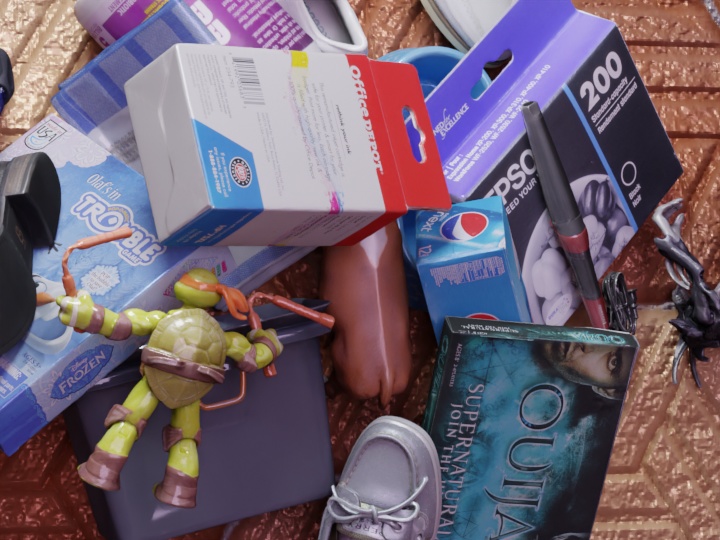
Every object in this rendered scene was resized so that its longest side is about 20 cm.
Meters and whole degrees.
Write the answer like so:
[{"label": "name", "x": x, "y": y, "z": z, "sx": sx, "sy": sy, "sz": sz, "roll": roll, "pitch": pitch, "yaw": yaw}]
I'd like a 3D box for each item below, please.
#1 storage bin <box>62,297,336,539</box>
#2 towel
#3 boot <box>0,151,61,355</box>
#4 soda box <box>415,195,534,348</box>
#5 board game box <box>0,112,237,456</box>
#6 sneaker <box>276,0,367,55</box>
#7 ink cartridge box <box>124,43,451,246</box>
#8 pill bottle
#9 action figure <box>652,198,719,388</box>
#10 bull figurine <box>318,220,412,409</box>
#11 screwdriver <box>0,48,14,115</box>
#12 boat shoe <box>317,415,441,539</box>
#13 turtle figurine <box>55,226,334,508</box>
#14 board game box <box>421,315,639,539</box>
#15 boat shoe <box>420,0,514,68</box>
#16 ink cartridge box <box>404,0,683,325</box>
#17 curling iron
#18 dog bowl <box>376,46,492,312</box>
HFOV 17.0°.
[{"label": "storage bin", "x": -0.107, "y": 0.105, "z": 1.649, "sx": 0.200, "sy": 0.146, "sz": 0.135, "roll": -14, "pitch": 95, "yaw": -18}, {"label": "towel", "x": -0.111, "y": -0.077, "z": 1.666, "sx": 0.200, "sy": 0.147, "sz": 0.024, "roll": 52, "pitch": 38, "yaw": -9}, {"label": "boot", "x": -0.296, "y": -0.005, "z": 1.574, "sx": 0.174, "sy": 0.069, "sz": 0.200, "roll": -6, "pitch": 37, "yaw": 17}, {"label": "soda box", "x": 0.090, "y": 0.050, "z": 1.681, "sx": 0.064, "sy": 0.068, "sz": 0.200, "roll": -10, "pitch": 124, "yaw": 8}, {"label": "board game box", "x": -0.219, "y": 0.004, "z": 1.609, "sx": 0.199, "sy": 0.200, "sz": 0.043, "roll": -40, "pitch": 138, "yaw": -19}, {"label": "sneaker", "x": -0.061, "y": -0.225, "z": 1.736, "sx": 0.075, "sy": 0.088, "sz": 0.200, "roll": -44, "pitch": 94, "yaw": -17}, {"label": "ink cartridge box", "x": -0.045, "y": -0.079, "z": 1.575, "sx": 0.200, "sy": 0.067, "sz": 0.116, "roll": 0, "pitch": 68, "yaw": -39}, {"label": "pill bottle", "x": -0.097, "y": -0.149, "z": 1.700, "sx": 0.200, "sy": 0.112, "sz": 0.112, "roll": 45, "pitch": 72, "yaw": -4}, {"label": "action figure", "x": 0.282, "y": -0.012, "z": 1.792, "sx": 0.119, "sy": 0.102, "sz": 0.200, "roll": 16, "pitch": 118, "yaw": -43}, {"label": "bull figurine", "x": 0.000, "y": 0.000, "z": 1.698, "sx": 0.065, "sy": 0.121, "sz": 0.200, "roll": 3, "pitch": 80, "yaw": -16}, {"label": "screwdriver", "x": -0.250, "y": -0.099, "z": 1.623, "sx": 0.029, "sy": 0.200, "sz": 0.028, "roll": -21, "pitch": 121, "yaw": 9}, {"label": "boat shoe", "x": 0.002, "y": 0.198, "z": 1.630, "sx": 0.074, "sy": 0.065, "sz": 0.202, "roll": 21, "pitch": 104, "yaw": 10}, {"label": "turtle figurine", "x": -0.110, "y": 0.067, "z": 1.533, "sx": 0.200, "sy": 0.064, "sz": 0.162, "roll": 15, "pitch": 92, "yaw": -33}, {"label": "board game box", "x": 0.105, "y": 0.129, "z": 1.661, "sx": 0.135, "sy": 0.028, "sz": 0.200, "roll": 4, "pitch": 116, "yaw": -14}, {"label": "boat shoe", "x": 0.075, "y": -0.250, "z": 1.780, "sx": 0.075, "sy": 0.068, "sz": 0.200, "roll": -22, "pitch": 88, "yaw": -48}, {"label": "ink cartridge box", "x": 0.135, "y": -0.084, "z": 1.732, "sx": 0.198, "sy": 0.043, "sz": 0.200, "roll": -49, "pitch": 125, "yaw": -27}, {"label": "curling iron", "x": 0.151, "y": -0.032, "z": 1.711, "sx": 0.200, "sy": 0.026, "sz": 0.050, "roll": 63, "pitch": 35, "yaw": -24}, {"label": "dog bowl", "x": 0.057, "y": -0.071, "z": 1.765, "sx": 0.111, "sy": 0.050, "sz": 0.200, "roll": -5, "pitch": 83, "yaw": -17}]
